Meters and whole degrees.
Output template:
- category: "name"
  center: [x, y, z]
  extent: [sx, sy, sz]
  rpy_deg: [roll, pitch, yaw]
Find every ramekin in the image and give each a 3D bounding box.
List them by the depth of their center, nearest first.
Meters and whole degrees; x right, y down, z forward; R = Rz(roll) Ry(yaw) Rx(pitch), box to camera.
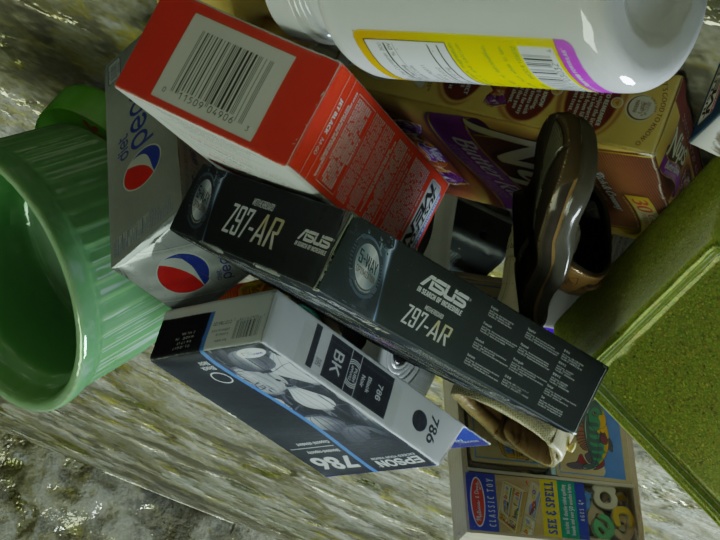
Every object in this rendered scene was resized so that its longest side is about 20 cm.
- category: "ramekin"
  center: [-0.224, -0.008, 1.230]
  extent: [0.200, 0.098, 0.200]
  rpy_deg: [25, 127, 38]

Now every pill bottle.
- category: "pill bottle"
  center: [0.051, -0.138, 0.784]
  extent: [0.200, 0.104, 0.104]
  rpy_deg: [9, 158, 39]

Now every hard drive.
- category: "hard drive"
  center: [0.002, -0.046, 1.232]
  extent: [0.200, 0.033, 0.140]
  rpy_deg: [25, 163, -5]

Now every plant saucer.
- category: "plant saucer"
  center: [0.211, 0.060, 0.923]
  extent: [0.200, 0.048, 0.200]
  rpy_deg: [46, 135, 8]

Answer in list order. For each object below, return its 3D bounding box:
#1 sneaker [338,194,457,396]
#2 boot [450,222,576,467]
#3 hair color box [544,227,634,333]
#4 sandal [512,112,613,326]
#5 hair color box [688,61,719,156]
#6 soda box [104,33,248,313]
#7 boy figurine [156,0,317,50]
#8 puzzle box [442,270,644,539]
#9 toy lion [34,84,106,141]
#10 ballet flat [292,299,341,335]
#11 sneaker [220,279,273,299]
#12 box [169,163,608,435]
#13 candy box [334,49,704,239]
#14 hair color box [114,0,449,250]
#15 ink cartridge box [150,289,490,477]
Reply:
- category: "sneaker"
  center: [0.000, 0.000, 1.127]
  extent: [0.112, 0.200, 0.073]
  rpy_deg: [13, -176, 38]
- category: "boot"
  center: [0.159, 0.065, 1.153]
  extent: [0.200, 0.156, 0.073]
  rpy_deg: [33, 159, -29]
- category: "hair color box"
  center: [0.217, 0.014, 1.010]
  extent: [0.200, 0.109, 0.065]
  rpy_deg: [11, 159, 36]
- category: "sandal"
  center: [0.115, -0.024, 0.936]
  extent: [0.054, 0.082, 0.200]
  rpy_deg: [1, 154, -3]
- category: "hair color box"
  center: [0.233, -0.092, 0.761]
  extent: [0.100, 0.061, 0.200]
  rpy_deg: [24, 163, -2]
- category: "soda box"
  center: [-0.112, -0.068, 1.053]
  extent: [0.063, 0.200, 0.068]
  rpy_deg: [-37, 128, 23]
- category: "boy figurine"
  center: [-0.079, -0.161, 0.950]
  extent: [0.124, 0.065, 0.200]
  rpy_deg: [23, 162, 2]
- category: "puzzle box"
  center: [0.123, 0.098, 1.182]
  extent: [0.133, 0.200, 0.025]
  rpy_deg: [7, 149, -17]
- category: "toy lion"
  center: [-0.151, -0.067, 1.266]
  extent: [0.200, 0.069, 0.192]
  rpy_deg: [39, 155, -2]
- category: "ballet flat"
  center: [-0.013, 0.026, 1.200]
  extent: [0.071, 0.200, 0.065]
  rpy_deg: [58, -159, 17]
- category: "sneaker"
  center: [-0.046, 0.023, 1.266]
  extent: [0.200, 0.073, 0.077]
  rpy_deg: [2, 123, -14]
- category: "box"
  center: [0.014, 0.016, 0.936]
  extent: [0.200, 0.044, 0.160]
  rpy_deg: [30, 174, -34]
- category: "candy box"
  center: [0.091, -0.081, 0.983]
  extent: [0.200, 0.057, 0.117]
  rpy_deg: [14, 159, 24]
- category: "hair color box"
  center: [-0.035, -0.072, 0.922]
  extent: [0.111, 0.064, 0.200]
  rpy_deg: [26, 174, 22]
- category: "ink cartridge box"
  center: [-0.021, 0.079, 1.019]
  extent: [0.099, 0.039, 0.200]
  rpy_deg: [-13, 142, 43]
